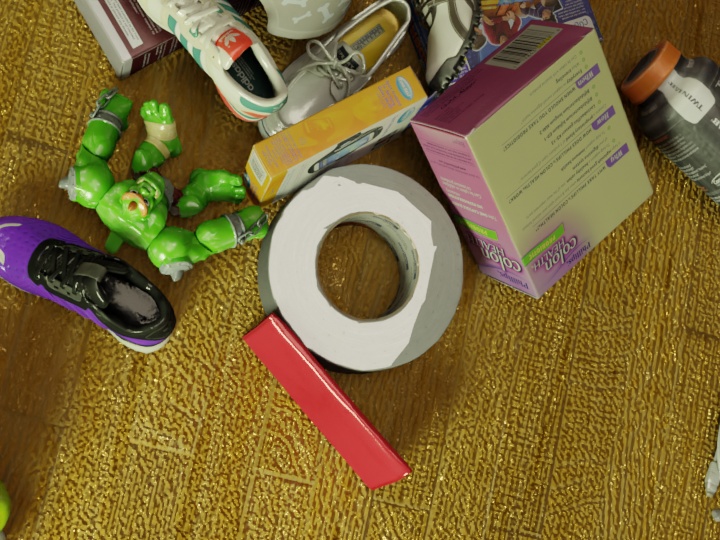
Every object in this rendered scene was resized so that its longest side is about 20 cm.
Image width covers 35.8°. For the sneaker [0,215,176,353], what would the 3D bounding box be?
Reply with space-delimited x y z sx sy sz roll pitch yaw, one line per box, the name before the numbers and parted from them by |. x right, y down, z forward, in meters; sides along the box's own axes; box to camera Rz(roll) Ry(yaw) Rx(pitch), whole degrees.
sneaker | -0.253 0.003 1.016 0.198 0.099 0.070 29 74 -10

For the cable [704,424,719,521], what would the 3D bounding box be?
cable | 0.480 0.191 1.204 0.197 0.069 0.203 15 79 -12

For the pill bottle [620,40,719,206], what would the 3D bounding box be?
pill bottle | 0.374 -0.156 1.203 0.199 0.106 0.107 41 75 -7

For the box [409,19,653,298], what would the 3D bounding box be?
box | 0.173 -0.112 1.107 0.175 0.096 0.201 -40 122 -16

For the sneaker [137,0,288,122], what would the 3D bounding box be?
sneaker | -0.133 -0.224 1.025 0.070 0.093 0.200 -43 109 -13

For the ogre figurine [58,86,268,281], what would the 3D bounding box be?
ogre figurine | -0.191 -0.072 1.051 0.200 0.098 0.120 50 55 -20

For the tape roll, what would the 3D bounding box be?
tape roll | 0.000 0.000 1.104 0.197 0.066 0.204 2 82 -15

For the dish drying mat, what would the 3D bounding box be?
dish drying mat | -0.033 0.127 1.074 0.201 0.077 0.018 50 57 -4

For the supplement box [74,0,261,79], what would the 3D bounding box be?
supplement box | -0.176 -0.286 1.096 0.199 0.061 0.110 -31 92 -16

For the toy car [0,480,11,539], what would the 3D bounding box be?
toy car | -0.400 0.203 0.939 0.198 0.176 0.151 -20 51 -16

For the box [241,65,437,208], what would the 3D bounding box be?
box | -0.019 -0.132 1.087 0.199 0.119 0.042 -31 86 -17

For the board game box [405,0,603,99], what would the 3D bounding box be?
board game box | 0.148 -0.276 1.194 0.198 0.034 0.137 -20 88 -16

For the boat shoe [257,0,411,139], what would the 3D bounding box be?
boat shoe | -0.020 -0.203 1.114 0.202 0.086 0.075 -42 94 -16

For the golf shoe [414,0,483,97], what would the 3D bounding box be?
golf shoe | 0.079 -0.272 1.124 0.093 0.078 0.203 17 69 -7

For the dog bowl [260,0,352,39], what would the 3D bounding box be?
dog bowl | -0.075 -0.323 1.058 0.198 0.058 0.203 18 57 -31
